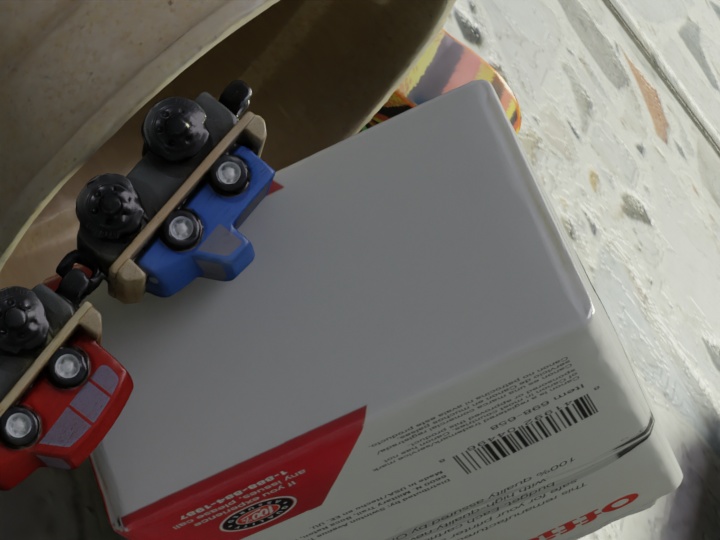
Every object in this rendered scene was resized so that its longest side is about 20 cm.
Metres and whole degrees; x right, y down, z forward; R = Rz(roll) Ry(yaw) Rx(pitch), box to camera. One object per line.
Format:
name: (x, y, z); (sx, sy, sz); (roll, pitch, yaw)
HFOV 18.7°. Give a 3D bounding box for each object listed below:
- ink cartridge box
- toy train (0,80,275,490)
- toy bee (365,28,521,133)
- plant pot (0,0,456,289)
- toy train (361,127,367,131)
ink cartridge box: (0.010, 0.040, 0.683); (0.200, 0.144, 0.084); (52, 15, -65)
toy train: (-0.085, 0.031, 0.570); (0.046, 0.200, 0.034); (37, -15, 3)
toy bee: (-0.017, -0.098, 0.867); (0.200, 0.109, 0.131); (14, 79, -14)
plant pot: (-0.099, -0.103, 0.696); (0.184, 0.200, 0.200); (49, 24, 11)
toy train: (0.007, -0.062, 0.962); (0.042, 0.056, 0.200); (6, 55, -58)
